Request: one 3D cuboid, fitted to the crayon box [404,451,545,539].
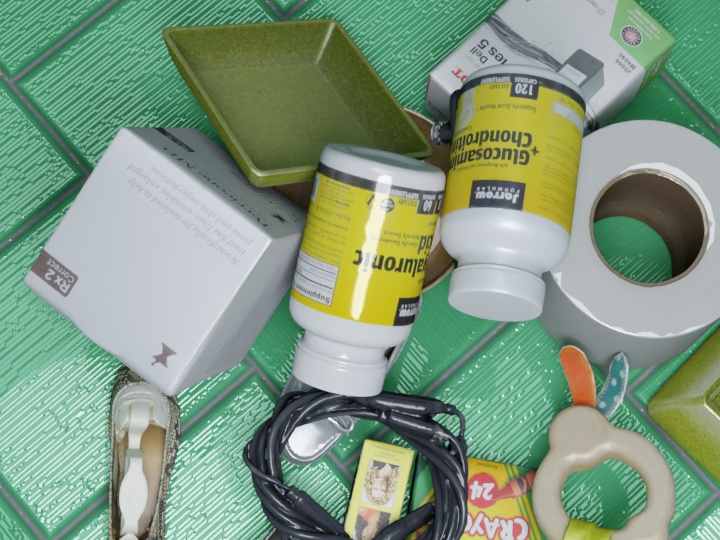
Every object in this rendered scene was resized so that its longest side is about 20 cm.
[{"bbox_3d":[0.097,0.271,1.420,0.126,0.051,0.202,9,76,0],"label":"crayon box"}]

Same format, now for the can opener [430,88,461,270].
[{"bbox_3d":[0.103,-0.069,1.449,0.078,0.063,0.202,6,99,25],"label":"can opener"}]

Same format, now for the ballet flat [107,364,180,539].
[{"bbox_3d":[-0.199,0.169,1.426,0.067,0.075,0.202,1,75,0],"label":"ballet flat"}]

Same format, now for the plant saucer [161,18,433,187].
[{"bbox_3d":[-0.063,-0.148,1.454,0.199,0.048,0.200,-9,51,-35],"label":"plant saucer"}]

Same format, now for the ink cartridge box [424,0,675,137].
[{"bbox_3d":[0.180,-0.190,1.526,0.200,0.084,0.145,-44,80,-11],"label":"ink cartridge box"}]

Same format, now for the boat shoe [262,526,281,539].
[{"bbox_3d":[-0.116,0.293,1.396,0.060,0.072,0.202,29,68,17],"label":"boat shoe"}]

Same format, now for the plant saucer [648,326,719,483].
[{"bbox_3d":[0.404,0.124,1.460,0.200,0.048,0.200,44,78,10],"label":"plant saucer"}]

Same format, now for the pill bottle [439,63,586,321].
[{"bbox_3d":[0.127,-0.065,1.345,0.111,0.112,0.202,9,72,1],"label":"pill bottle"}]

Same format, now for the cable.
[{"bbox_3d":[-0.005,0.182,1.372,0.198,0.051,0.165,7,80,-3],"label":"cable"}]

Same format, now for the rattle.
[{"bbox_3d":[0.220,0.187,1.424,0.130,0.143,0.201,-25,50,17],"label":"rattle"}]

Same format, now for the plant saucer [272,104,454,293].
[{"bbox_3d":[0.011,-0.061,1.513,0.198,0.035,0.202,1,75,-2],"label":"plant saucer"}]

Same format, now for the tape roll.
[{"bbox_3d":[0.253,-0.021,1.456,0.201,0.139,0.204,1,75,-2],"label":"tape roll"}]

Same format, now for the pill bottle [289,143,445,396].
[{"bbox_3d":[0.000,0.000,1.355,0.110,0.111,0.202,13,101,2],"label":"pill bottle"}]

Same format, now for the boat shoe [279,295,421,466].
[{"bbox_3d":[-0.012,0.091,1.441,0.074,0.065,0.202,38,91,-6],"label":"boat shoe"}]

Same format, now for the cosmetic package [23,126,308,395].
[{"bbox_3d":[-0.156,-0.014,1.389,0.164,0.200,0.166,36,100,7],"label":"cosmetic package"}]

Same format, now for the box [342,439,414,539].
[{"bbox_3d":[0.002,0.257,1.410,0.050,0.075,0.201,12,74,1],"label":"box"}]
